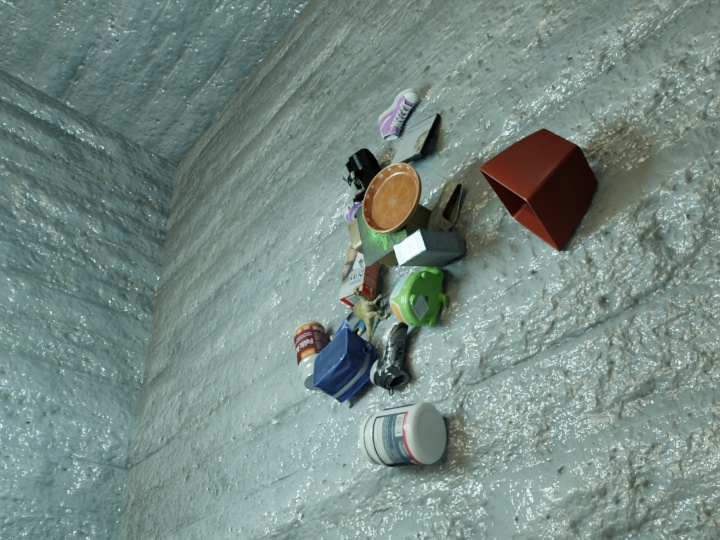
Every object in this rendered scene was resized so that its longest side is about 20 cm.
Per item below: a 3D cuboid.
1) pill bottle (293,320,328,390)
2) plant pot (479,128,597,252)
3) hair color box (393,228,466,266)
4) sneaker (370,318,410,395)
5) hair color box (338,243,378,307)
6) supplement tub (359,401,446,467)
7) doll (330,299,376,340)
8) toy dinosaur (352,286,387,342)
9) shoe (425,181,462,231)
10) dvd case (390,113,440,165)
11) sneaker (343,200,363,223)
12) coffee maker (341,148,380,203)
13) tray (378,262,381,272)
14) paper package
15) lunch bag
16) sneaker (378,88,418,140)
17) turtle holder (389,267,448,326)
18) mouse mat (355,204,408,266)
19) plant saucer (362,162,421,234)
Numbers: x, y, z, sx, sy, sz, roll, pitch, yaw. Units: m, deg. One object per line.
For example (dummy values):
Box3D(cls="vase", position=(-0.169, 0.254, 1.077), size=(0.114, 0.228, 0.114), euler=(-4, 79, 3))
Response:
Box3D(cls="pill bottle", position=(-0.153, 0.276, 1.918), size=(0.114, 0.112, 0.203), euler=(-44, 40, 25))
Box3D(cls="plant pot", position=(0.432, -0.205, 1.389), size=(0.176, 0.200, 0.201), euler=(-44, 38, 5))
Box3D(cls="hair color box", position=(0.189, -0.058, 1.591), size=(0.098, 0.196, 0.063), euler=(-30, 70, 37))
Box3D(cls="sneaker", position=(0.103, 0.244, 1.640), size=(0.113, 0.074, 0.206), euler=(32, 102, 54))
Box3D(cls="hair color box", position=(0.000, 0.000, 1.875), size=(0.109, 0.063, 0.206), euler=(-24, 46, 41))
Box3D(cls="supplement tub", position=(0.104, 0.412, 1.477), size=(0.197, 0.138, 0.145), euler=(-22, 52, 44))
Box3D(cls="doll", position=(-0.021, 0.162, 1.869), size=(0.201, 0.048, 0.138), euler=(-48, 39, 23))
Box3D(cls="toy dinosaur", position=(0.029, 0.126, 1.795), size=(0.098, 0.206, 0.058), euler=(-15, 20, -1))
Box3D(cls="shoe", position=(0.242, -0.164, 1.699), size=(0.053, 0.069, 0.206), euler=(6, 72, 61))
Box3D(cls="dvd case", position=(0.177, -0.419, 1.930), size=(0.140, 0.018, 0.204), euler=(-18, 38, 46))
Box3D(cls="sneaker", position=(0.041, -0.199, 1.912), size=(0.196, 0.082, 0.089), euler=(-28, 28, 4))
Box3D(cls="coffee maker", position=(0.042, -0.311, 2.022), size=(0.186, 0.137, 0.203), euler=(-16, 45, -5))
Box3D(cls="tray", position=(0.012, -0.050, 1.976), size=(0.198, 0.022, 0.111), euler=(13, 80, 55))
Box3D(cls="paper package", position=(0.096, -0.120, 1.761), size=(0.198, 0.187, 0.106), euler=(-34, 50, 35))
Box3D(cls="lunch bag", position=(-0.038, 0.280, 1.754), size=(0.200, 0.131, 0.138), euler=(-45, 24, 27))
Box3D(cls="sneaker", position=(0.139, -0.530, 2.062), size=(0.200, 0.071, 0.118), euler=(-41, 44, 45))
Box3D(cls="turtle holder", position=(0.153, 0.059, 1.624), size=(0.130, 0.138, 0.192), euler=(-4, 67, 52))
Box3D(cls="mouse mat", position=(0.056, -0.129, 1.657), size=(0.159, 0.007, 0.205), euler=(-33, 51, 31))
Box3D(cls="plant saucer", position=(0.088, -0.196, 1.629), size=(0.196, 0.032, 0.207), euler=(-21, 57, 36))
